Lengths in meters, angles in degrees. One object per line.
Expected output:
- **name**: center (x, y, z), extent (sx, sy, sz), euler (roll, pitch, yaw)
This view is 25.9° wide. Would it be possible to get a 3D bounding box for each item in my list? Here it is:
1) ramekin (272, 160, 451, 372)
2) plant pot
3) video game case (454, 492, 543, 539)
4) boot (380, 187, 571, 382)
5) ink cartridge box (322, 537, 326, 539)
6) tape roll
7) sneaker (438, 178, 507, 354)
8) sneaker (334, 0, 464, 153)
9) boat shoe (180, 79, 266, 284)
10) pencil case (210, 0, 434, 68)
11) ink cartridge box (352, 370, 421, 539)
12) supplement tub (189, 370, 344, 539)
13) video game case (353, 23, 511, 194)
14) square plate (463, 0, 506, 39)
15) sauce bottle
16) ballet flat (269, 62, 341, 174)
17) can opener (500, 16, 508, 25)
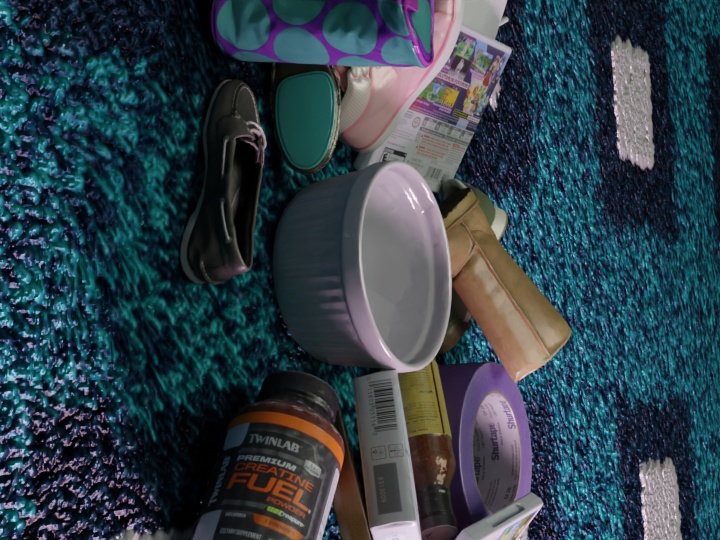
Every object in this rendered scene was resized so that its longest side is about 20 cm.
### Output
- **ramekin**: center (0.000, 0.000, 1.497), extent (0.200, 0.105, 0.200), euler (21, 66, -60)
- **plant pot**: center (-0.009, 0.220, 1.442), extent (0.200, 0.027, 0.200), euler (167, -90, -89)
- **video game case**: center (0.090, 0.317, 1.564), extent (0.200, 0.022, 0.182), euler (-57, 160, 19)
- **boot**: center (0.121, 0.035, 1.658), extent (0.175, 0.066, 0.200), euler (-41, 104, -29)
- **ink cartridge box**: center (-0.012, 0.356, 1.359), extent (0.200, 0.084, 0.146), euler (65, -5, -32)
- **tape roll**: center (0.111, 0.200, 1.696), extent (0.200, 0.085, 0.200), euler (21, 66, -61)
- **sneaker**: center (0.092, -0.013, 1.726), extent (0.090, 0.067, 0.200), euler (43, 57, -30)
- **sneaker**: center (0.020, -0.214, 1.537), extent (0.105, 0.075, 0.200), euler (19, 107, -51)
- **boat shoe**: center (-0.105, -0.079, 1.359), extent (0.067, 0.057, 0.200), euler (45, 47, -51)
- **pencil case**: center (-0.032, -0.224, 1.375), extent (0.092, 0.200, 0.085), euler (65, 36, -52)
- **ink cartridge box**: center (0.034, 0.214, 1.481), extent (0.200, 0.047, 0.160), euler (75, 5, -54)
- **supplement tub**: center (-0.075, 0.184, 1.316), extent (0.107, 0.107, 0.200), euler (56, 38, -42)
- **video game case**: center (0.080, -0.177, 1.683), extent (0.200, 0.023, 0.182), euler (9, 108, -62)
- **square plate**: center (0.086, -0.251, 1.683), extent (0.198, 0.028, 0.200), euler (-12, 124, -56)
- **sauce bottle**: center (0.060, 0.173, 1.572), extent (0.066, 0.066, 0.200), euler (45, 30, -51)
- **ballet flat**: center (-0.055, -0.192, 1.481), extent (0.075, 0.068, 0.200), euler (-49, 130, -83)
- **can opener**: center (0.123, -0.266, 1.838), extent (0.200, 0.053, 0.067), euler (-32, 113, -60)
